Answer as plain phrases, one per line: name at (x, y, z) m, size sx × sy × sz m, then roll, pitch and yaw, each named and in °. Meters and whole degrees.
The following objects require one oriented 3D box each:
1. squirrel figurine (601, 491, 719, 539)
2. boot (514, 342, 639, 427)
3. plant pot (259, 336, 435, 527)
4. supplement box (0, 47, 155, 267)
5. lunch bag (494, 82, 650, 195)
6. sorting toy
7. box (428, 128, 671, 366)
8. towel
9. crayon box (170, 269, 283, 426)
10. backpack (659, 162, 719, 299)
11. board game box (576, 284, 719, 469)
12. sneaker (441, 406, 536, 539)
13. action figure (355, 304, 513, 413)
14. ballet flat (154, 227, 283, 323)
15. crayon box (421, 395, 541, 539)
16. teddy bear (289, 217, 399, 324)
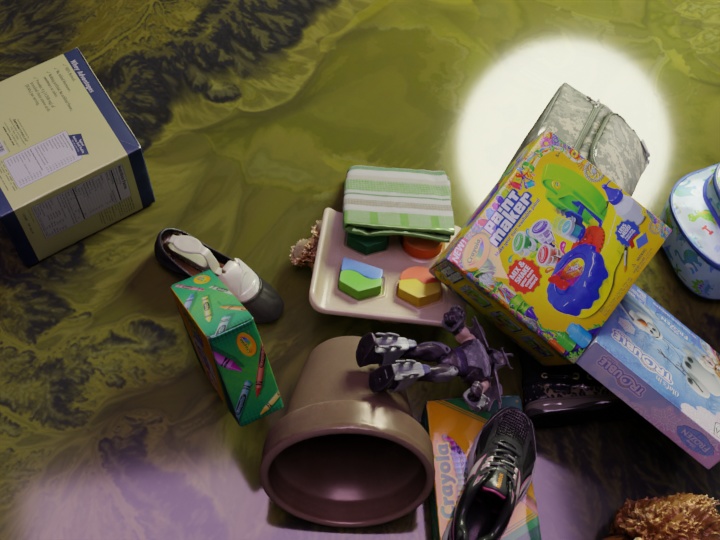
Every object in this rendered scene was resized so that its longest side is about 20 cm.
squirrel figurine at (0.320, 0.325, 1.114) m, size 0.141 × 0.187 × 0.201 m, roll 25°, pitch 64°, yaw 10°
boot at (0.294, 0.114, 1.290) m, size 0.202 × 0.074 × 0.155 m, roll -6°, pitch 60°, yaw -8°
plant pot at (-0.014, 0.179, 1.192) m, size 0.199 × 0.201 × 0.175 m, roll 2°, pitch 43°, yaw -2°
supplement box at (-0.417, -0.154, 1.357) m, size 0.199 × 0.134 × 0.200 m, roll -29°, pitch 67°, yaw -17°
lunch bag at (0.298, -0.138, 1.370) m, size 0.167 × 0.140 × 0.200 m, roll 34°, pitch 44°, yaw 2°
sorting toy at (0.042, -0.009, 1.286) m, size 0.199 × 0.037 × 0.186 m, roll 10°, pitch 44°, yaw -2°
box at (0.223, -0.023, 1.209) m, size 0.192 × 0.122 × 0.200 m, roll 38°, pitch 81°, yaw -1°
towel at (0.050, -0.089, 1.349) m, size 0.148 × 0.031 × 0.200 m, roll 4°, pitch 28°, yaw 0°
crayon box at (-0.162, 0.087, 1.196) m, size 0.058 × 0.119 × 0.200 m, roll -23°, pitch 23°, yaw -15°
backpack at (0.515, -0.070, 1.356) m, size 0.199 × 0.147 × 0.184 m, roll -19°, pitch 63°, yaw -10°
board game box at (0.365, 0.114, 1.227) m, size 0.200 × 0.043 × 0.199 m, roll 39°, pitch 33°, yaw 0°
sneaker at (0.153, 0.242, 1.123) m, size 0.080 × 0.086 × 0.201 m, roll 19°, pitch 62°, yaw 5°
action figure at (0.098, 0.106, 1.156) m, size 0.199 × 0.069 × 0.131 m, roll 0°, pitch 51°, yaw -30°
ballet flat at (-0.191, 0.004, 1.323) m, size 0.199 × 0.069 × 0.068 m, roll 28°, pitch 64°, yaw 11°
crayon box at (0.143, 0.256, 1.205) m, size 0.118 × 0.058 × 0.201 m, roll -2°, pitch 63°, yaw -4°
teddy bear at (0.000, 0.000, 1.344) m, size 0.199 × 0.067 × 0.145 m, roll 18°, pitch 47°, yaw 9°
